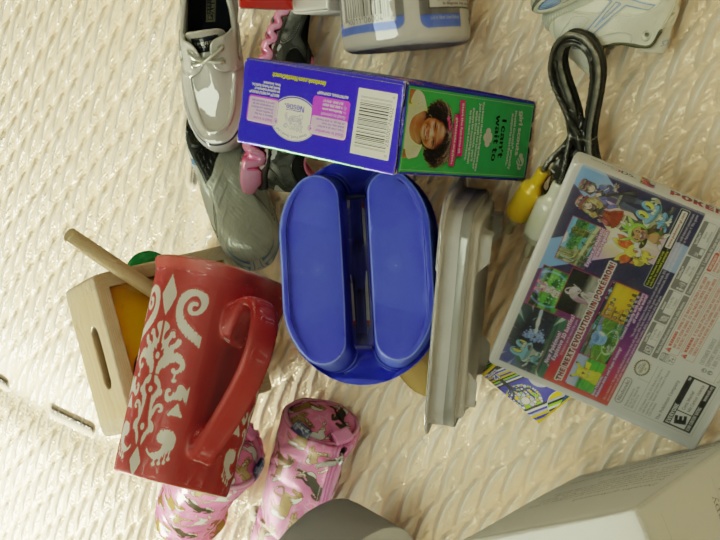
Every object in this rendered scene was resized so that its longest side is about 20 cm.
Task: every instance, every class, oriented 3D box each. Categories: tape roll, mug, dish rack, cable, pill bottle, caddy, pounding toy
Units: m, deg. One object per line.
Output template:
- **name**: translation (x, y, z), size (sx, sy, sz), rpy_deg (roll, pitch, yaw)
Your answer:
- **tape roll**: translation (-0.030, 0.321, 1.188), size (0.066, 0.200, 0.202), rpy_deg (22, 112, 33)
- **mug**: translation (-0.150, 0.096, 1.142), size (0.133, 0.178, 0.201), rpy_deg (14, 80, -1)
- **dish rack**: translation (0.090, 0.028, 1.075), size (0.043, 0.172, 0.201), rpy_deg (7, 104, 9)
- **cable**: translation (0.173, -0.091, 1.020), size (0.097, 0.050, 0.201), rpy_deg (30, 134, 29)
- **pill bottle**: translation (0.032, -0.292, 1.081), size (0.113, 0.113, 0.201), rpy_deg (1, 98, 39)
- **caddy**: translation (0.000, 0.000, 1.096), size (0.140, 0.105, 0.202), rpy_deg (-3, 87, 2)
- **pounding toy**: translation (-0.205, 0.050, 1.268), size (0.142, 0.183, 0.201), rpy_deg (-19, 86, 59)

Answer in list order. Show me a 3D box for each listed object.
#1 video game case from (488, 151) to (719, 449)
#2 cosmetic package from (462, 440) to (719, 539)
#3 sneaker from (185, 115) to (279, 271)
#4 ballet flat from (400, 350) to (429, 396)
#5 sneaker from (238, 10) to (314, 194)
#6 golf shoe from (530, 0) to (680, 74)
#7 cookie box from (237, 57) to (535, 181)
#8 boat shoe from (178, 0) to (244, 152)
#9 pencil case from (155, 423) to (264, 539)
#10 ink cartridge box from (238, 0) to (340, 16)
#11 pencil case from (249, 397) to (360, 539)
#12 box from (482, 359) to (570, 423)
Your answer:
- **video game case**: translation (0.214, 0.027, 0.965), size (0.181, 0.023, 0.201), rpy_deg (23, 125, 6)
- **cosmetic package**: translation (0.215, 0.247, 0.976), size (0.166, 0.199, 0.168), rpy_deg (-22, 85, 39)
- **sneaker**: translation (-0.133, -0.093, 1.287), size (0.073, 0.071, 0.201), rpy_deg (106, 149, -73)
- **ballet flat**: translation (0.026, 0.026, 1.177), size (0.068, 0.063, 0.201), rpy_deg (-18, 87, 38)
- **sneaker**: translation (-0.060, -0.166, 1.213), size (0.095, 0.079, 0.201), rpy_deg (11, 105, -2)
- **golf shoe**: translation (0.231, -0.222, 0.973), size (0.199, 0.078, 0.098), rpy_deg (-23, 101, 45)
- **cookie box**: translation (0.025, -0.126, 1.057), size (0.170, 0.199, 0.076), rpy_deg (15, 102, 36)
- **boat shoe**: translation (-0.147, -0.220, 1.242), size (0.071, 0.066, 0.201), rpy_deg (0, 82, 9)
- **pencil case**: translation (-0.159, 0.221, 1.305), size (0.200, 0.086, 0.083), rpy_deg (123, 151, -54)
- **ink cartridge box**: translation (-0.049, -0.327, 1.097), size (0.044, 0.176, 0.201), rpy_deg (2, 100, 27)
- **pencil case**: translation (-0.061, 0.231, 1.275), size (0.082, 0.087, 0.201), rpy_deg (17, 112, 2)
- **box**: translation (0.193, 0.036, 1.030), size (0.070, 0.064, 0.200), rpy_deg (40, 124, -5)
